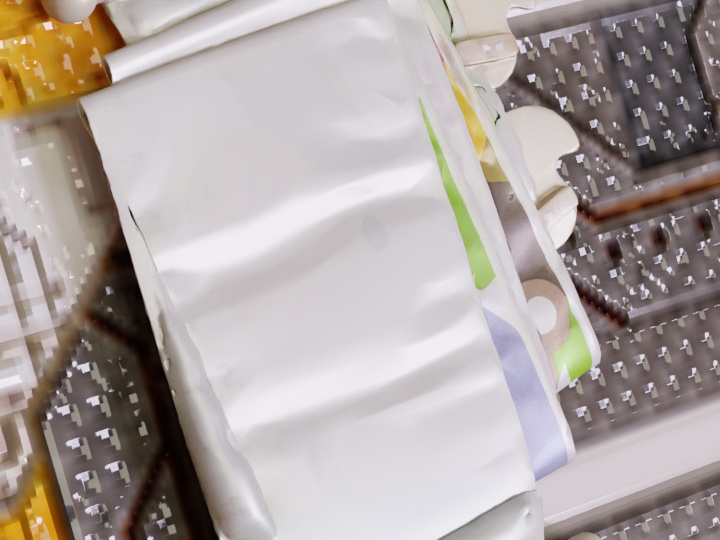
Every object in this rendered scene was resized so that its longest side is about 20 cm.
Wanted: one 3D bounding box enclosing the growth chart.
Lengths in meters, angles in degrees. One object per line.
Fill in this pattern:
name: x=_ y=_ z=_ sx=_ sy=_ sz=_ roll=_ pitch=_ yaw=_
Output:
growth chart: x=0.000 y=0.000 z=0.599 sx=0.144 sy=0.018 sz=0.202 roll=-12 pitch=87 yaw=-34
